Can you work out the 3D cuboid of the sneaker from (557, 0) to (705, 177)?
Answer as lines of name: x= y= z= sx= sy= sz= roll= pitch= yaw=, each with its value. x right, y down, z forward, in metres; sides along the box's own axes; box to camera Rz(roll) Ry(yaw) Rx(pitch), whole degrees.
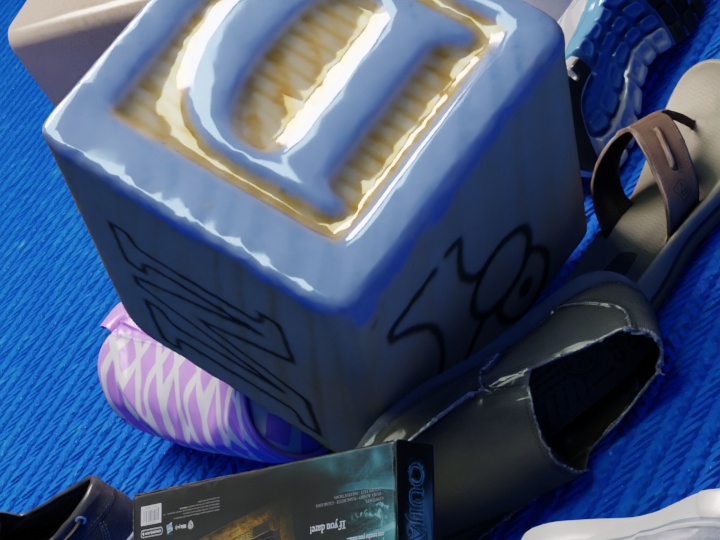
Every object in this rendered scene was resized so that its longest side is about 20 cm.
sneaker: x=0.134 y=-0.130 z=1.500 sx=0.086 sy=0.075 sz=0.201 roll=-20 pitch=31 yaw=51

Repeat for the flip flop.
flip flop: x=0.148 y=-0.041 z=1.338 sx=0.081 sy=0.058 sz=0.200 roll=-5 pitch=43 yaw=54

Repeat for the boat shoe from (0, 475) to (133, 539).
boat shoe: x=-0.208 y=0.171 z=1.514 sx=0.199 sy=0.066 sz=0.070 roll=-23 pitch=30 yaw=36

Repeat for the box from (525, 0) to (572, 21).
box: x=0.058 y=-0.158 z=1.627 sx=0.199 sy=0.098 sz=0.125 roll=-17 pitch=34 yaw=43

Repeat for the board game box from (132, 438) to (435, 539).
board game box: x=-0.041 y=0.163 z=1.235 sx=0.199 sy=0.028 sz=0.136 roll=-15 pitch=70 yaw=46

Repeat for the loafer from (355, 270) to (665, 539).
loafer: x=0.069 y=0.078 z=1.237 sx=0.200 sy=0.075 sz=0.070 roll=-44 pitch=19 yaw=-4

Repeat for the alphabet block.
alphabet block: x=-0.015 y=-0.045 z=1.308 sx=0.196 sy=0.200 sz=0.196 roll=32 pitch=70 yaw=23

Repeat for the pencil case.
pencil case: x=-0.080 y=0.062 z=1.480 sx=0.084 sy=0.086 sz=0.200 roll=-53 pitch=25 yaw=-21

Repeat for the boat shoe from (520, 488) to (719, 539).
boat shoe: x=0.129 y=0.141 z=1.061 sx=0.200 sy=0.070 sz=0.072 roll=-17 pitch=44 yaw=51

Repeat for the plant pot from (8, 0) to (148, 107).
plant pot: x=-0.088 y=-0.166 z=1.765 sx=0.176 sy=0.200 sz=0.200 roll=-13 pitch=35 yaw=33
